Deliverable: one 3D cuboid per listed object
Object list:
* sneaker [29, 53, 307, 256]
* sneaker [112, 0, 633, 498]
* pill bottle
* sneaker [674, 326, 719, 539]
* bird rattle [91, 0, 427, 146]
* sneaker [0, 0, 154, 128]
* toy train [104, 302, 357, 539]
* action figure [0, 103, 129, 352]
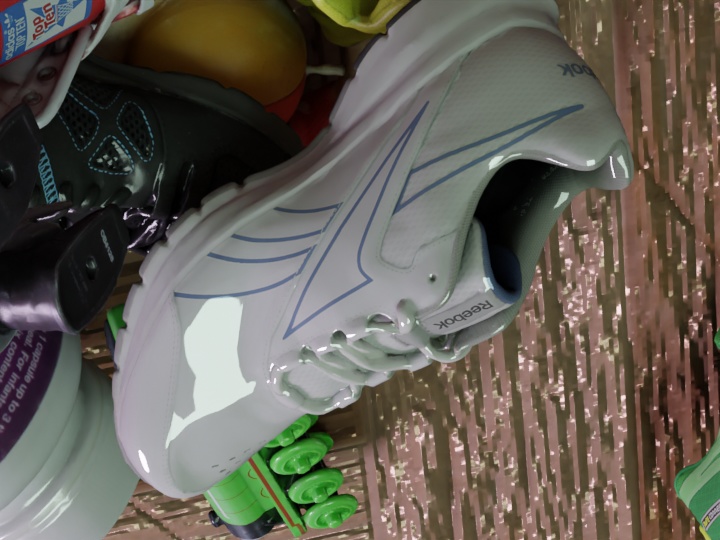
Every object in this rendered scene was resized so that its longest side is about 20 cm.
[{"bbox_3d":[-0.095,-0.033,0.937,0.200,0.082,0.073,28,139,-20],"label":"sneaker"},{"bbox_3d":[0.000,0.000,0.903,0.200,0.087,0.074,-48,141,13],"label":"sneaker"},{"bbox_3d":[-0.168,0.026,1.004,0.112,0.112,0.200,-38,127,14],"label":"pill bottle"},{"bbox_3d":[0.179,0.022,1.123,0.074,0.084,0.201,19,103,-49],"label":"sneaker"},{"bbox_3d":[-0.026,-0.070,1.006,0.162,0.113,0.200,5,139,-5],"label":"bird rattle"},{"bbox_3d":[-0.062,-0.101,0.840,0.199,0.113,0.071,-11,127,2],"label":"sneaker"},{"bbox_3d":[-0.046,0.056,1.067,0.056,0.042,0.200,-23,153,0],"label":"toy train"},{"bbox_3d":[-0.174,0.002,0.843,0.199,0.070,0.130,-8,131,22],"label":"action figure"}]
